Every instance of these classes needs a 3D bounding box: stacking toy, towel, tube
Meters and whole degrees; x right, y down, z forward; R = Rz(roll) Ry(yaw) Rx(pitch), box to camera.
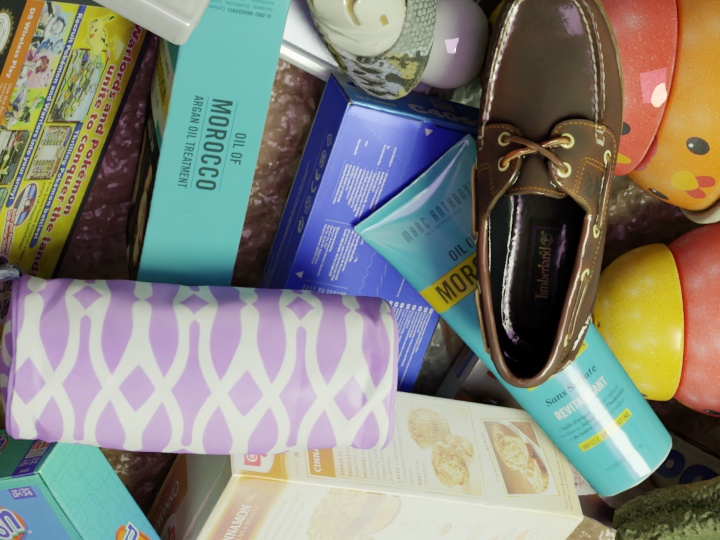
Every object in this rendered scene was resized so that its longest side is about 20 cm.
[{"bbox_3d":[0.112,-0.107,0.857,0.199,0.146,0.147,7,109,-8],"label":"stacking toy"},{"bbox_3d":[0.244,0.131,0.933,0.148,0.200,0.037,-1,76,-20],"label":"towel"},{"bbox_3d":[0.088,0.029,0.867,0.077,0.050,0.200,-39,101,0],"label":"tube"},{"bbox_3d":[0.180,0.029,0.932,0.199,0.146,0.147,-1,112,0],"label":"stacking toy"}]

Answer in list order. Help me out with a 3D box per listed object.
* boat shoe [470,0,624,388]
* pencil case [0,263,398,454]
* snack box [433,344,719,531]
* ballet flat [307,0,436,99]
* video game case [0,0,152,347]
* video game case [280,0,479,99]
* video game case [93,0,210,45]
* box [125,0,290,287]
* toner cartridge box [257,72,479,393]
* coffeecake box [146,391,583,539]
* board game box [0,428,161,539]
[{"bbox_3d":[0.090,-0.042,0.790,0.070,0.070,0.201,2,103,15],"label":"boat shoe"},{"bbox_3d":[-0.079,0.047,0.793,0.199,0.085,0.084,5,89,-8],"label":"pencil case"},{"bbox_3d":[0.134,0.107,0.998,0.200,0.024,0.072,29,98,-24],"label":"snack box"},{"bbox_3d":[-0.002,-0.157,0.758,0.072,0.072,0.201,-9,130,-14],"label":"ballet flat"},{"bbox_3d":[-0.187,-0.045,0.769,0.181,0.025,0.200,-9,127,-62],"label":"video game case"},{"bbox_3d":[-0.013,-0.197,0.835,0.200,0.023,0.183,25,102,-24],"label":"video game case"},{"bbox_3d":[-0.127,-0.217,0.710,0.200,0.024,0.182,28,63,-9],"label":"video game case"},{"bbox_3d":[-0.076,-0.087,0.808,0.049,0.082,0.201,7,117,-15],"label":"box"},{"bbox_3d":[0.000,0.000,0.892,0.095,0.043,0.201,11,114,-22],"label":"toner cartridge box"},{"bbox_3d":[-0.004,0.138,0.907,0.199,0.073,0.154,10,137,-21],"label":"coffeecake box"},{"bbox_3d":[-0.166,0.174,0.874,0.152,0.045,0.200,-11,122,31],"label":"board game box"}]
